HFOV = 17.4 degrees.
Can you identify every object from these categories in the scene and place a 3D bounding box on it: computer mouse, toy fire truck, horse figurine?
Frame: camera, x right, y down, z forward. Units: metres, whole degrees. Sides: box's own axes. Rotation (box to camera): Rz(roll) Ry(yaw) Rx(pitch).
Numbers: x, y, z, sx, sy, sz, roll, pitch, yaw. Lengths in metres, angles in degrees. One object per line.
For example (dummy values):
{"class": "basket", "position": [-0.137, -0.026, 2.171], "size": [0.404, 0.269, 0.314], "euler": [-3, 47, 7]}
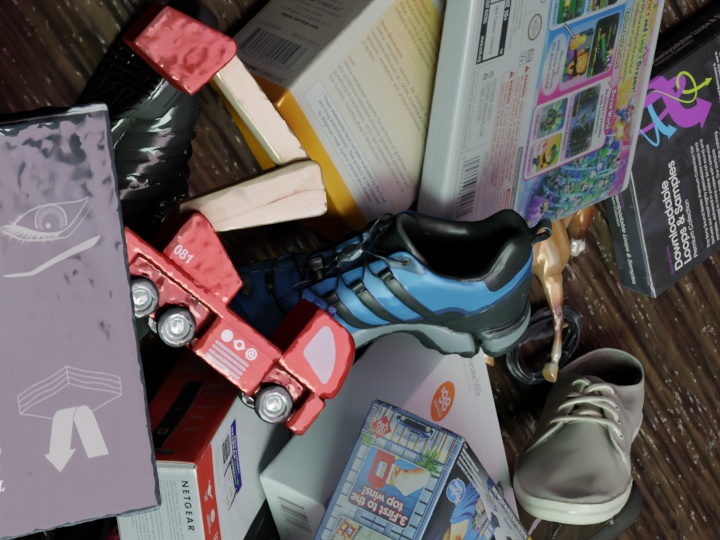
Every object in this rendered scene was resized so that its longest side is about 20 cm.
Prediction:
{"class": "computer mouse", "position": [0.063, 0.053, 1.463], "size": [0.199, 0.034, 0.059], "euler": [-10, 92, -41]}
{"class": "toy fire truck", "position": [-0.066, -0.026, 1.206], "size": [0.200, 0.049, 0.141], "euler": [39, 87, -15]}
{"class": "horse figurine", "position": [0.071, -0.017, 1.422], "size": [0.199, 0.050, 0.134], "euler": [21, 78, -35]}

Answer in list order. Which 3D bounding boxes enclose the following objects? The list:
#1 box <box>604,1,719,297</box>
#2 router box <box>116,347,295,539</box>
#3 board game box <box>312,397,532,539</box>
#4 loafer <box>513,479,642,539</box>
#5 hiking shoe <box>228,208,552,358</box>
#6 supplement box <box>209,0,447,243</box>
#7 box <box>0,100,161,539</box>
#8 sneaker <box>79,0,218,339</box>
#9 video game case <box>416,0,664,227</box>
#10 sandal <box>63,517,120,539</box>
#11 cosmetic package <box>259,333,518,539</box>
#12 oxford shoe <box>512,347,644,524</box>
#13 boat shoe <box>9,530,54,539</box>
{"class": "box", "position": [0.232, -0.093, 1.532], "size": [0.200, 0.036, 0.144], "euler": [-35, 124, -32]}
{"class": "router box", "position": [-0.076, 0.151, 1.300], "size": [0.180, 0.048, 0.201], "euler": [-61, 149, -62]}
{"class": "board game box", "position": [0.012, 0.204, 1.288], "size": [0.201, 0.061, 0.200], "euler": [-59, 150, -16]}
{"class": "loafer", "position": [0.098, 0.171, 1.507], "size": [0.200, 0.073, 0.072], "euler": [-38, 121, -33]}
{"class": "hiking shoe", "position": [0.000, 0.000, 1.281], "size": [0.198, 0.075, 0.087], "euler": [-5, 135, -14]}
{"class": "supplement box", "position": [0.021, -0.128, 1.330], "size": [0.200, 0.073, 0.126], "euler": [-46, 133, -17]}
{"class": "box", "position": [-0.216, 0.032, 1.125], "size": [0.195, 0.117, 0.202], "euler": [-10, 96, -26]}
{"class": "sneaker", "position": [-0.117, -0.040, 1.265], "size": [0.104, 0.060, 0.200], "euler": [37, 86, -39]}
{"class": "video game case", "position": [0.107, -0.111, 1.348], "size": [0.181, 0.024, 0.201], "euler": [-23, 132, -41]}
{"class": "sandal", "position": [-0.135, 0.167, 1.262], "size": [0.200, 0.045, 0.076], "euler": [-45, 135, -70]}
{"class": "cosmetic package", "position": [0.023, 0.136, 1.374], "size": [0.151, 0.051, 0.201], "euler": [-51, 146, -29]}
{"class": "oxford shoe", "position": [0.139, 0.101, 1.460], "size": [0.200, 0.075, 0.058], "euler": [-53, 150, -65]}
{"class": "boat shoe", "position": [-0.211, 0.105, 1.231], "size": [0.072, 0.065, 0.201], "euler": [-40, 126, -21]}
